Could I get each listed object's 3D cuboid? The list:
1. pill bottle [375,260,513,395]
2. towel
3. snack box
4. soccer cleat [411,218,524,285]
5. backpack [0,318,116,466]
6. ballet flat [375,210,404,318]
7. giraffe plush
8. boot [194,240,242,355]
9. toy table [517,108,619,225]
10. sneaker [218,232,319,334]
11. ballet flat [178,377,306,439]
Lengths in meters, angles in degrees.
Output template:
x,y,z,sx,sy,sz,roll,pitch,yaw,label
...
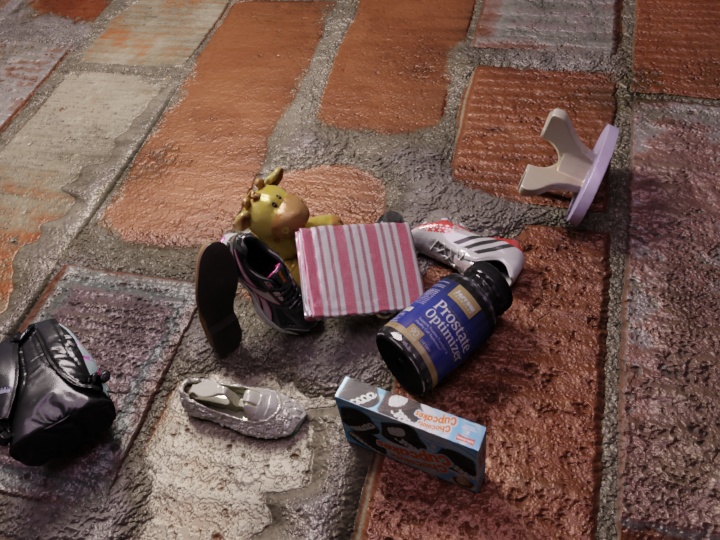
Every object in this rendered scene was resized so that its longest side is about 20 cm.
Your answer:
x,y,z,sx,sy,sz,roll,pitch,yaw,label
0.126,0.077,1.031,0.199,0.113,0.111,-37,54,-21,pill bottle
0.000,0.000,1.104,0.194,0.030,0.150,-4,71,-16,towel
0.066,0.214,0.923,0.196,0.118,0.037,16,53,22,snack box
0.166,-0.026,1.142,0.195,0.070,0.086,14,49,14,soccer cleat
-0.459,0.174,1.041,0.164,0.129,0.200,-22,48,-25,backpack
0.047,-0.007,1.168,0.065,0.057,0.204,13,56,-9,ballet flat
-0.130,-0.074,1.166,0.194,0.164,0.176,-4,49,5,giraffe plush
-0.228,0.033,1.071,0.073,0.204,0.075,-25,46,-31,boot
0.344,-0.179,1.183,0.115,0.186,0.202,24,47,7,toy table
-0.133,0.022,1.077,0.086,0.199,0.081,-14,39,56,sneaker
-0.176,0.193,1.017,0.194,0.073,0.073,7,51,14,ballet flat
